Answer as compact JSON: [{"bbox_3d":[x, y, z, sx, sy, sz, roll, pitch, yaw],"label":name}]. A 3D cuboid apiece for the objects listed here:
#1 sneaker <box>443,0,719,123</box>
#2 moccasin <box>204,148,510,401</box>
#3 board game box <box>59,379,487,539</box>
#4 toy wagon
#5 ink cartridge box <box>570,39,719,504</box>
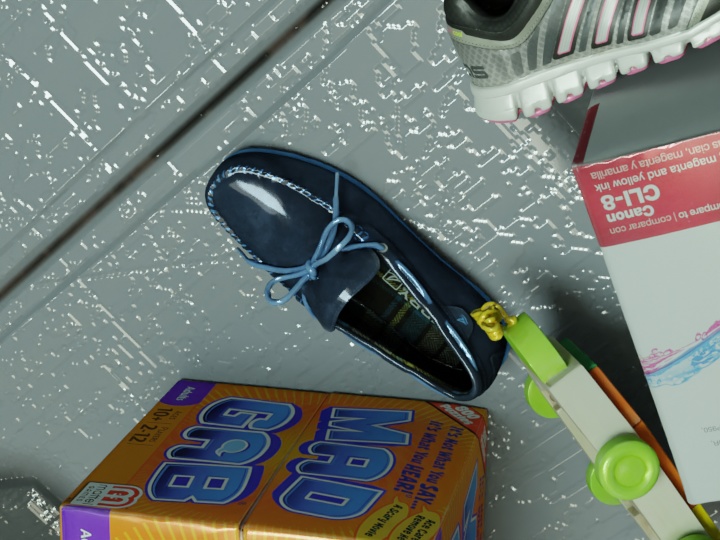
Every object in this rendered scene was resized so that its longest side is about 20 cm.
[{"bbox_3d":[0.124,-0.148,0.835,0.200,0.074,0.087,-24,116,29],"label":"sneaker"},{"bbox_3d":[0.000,0.000,0.949,0.200,0.068,0.081,30,121,-3],"label":"moccasin"},{"bbox_3d":[-0.042,0.197,0.969,0.200,0.200,0.200,4,107,12],"label":"board game box"},{"bbox_3d":[0.132,0.091,0.919,0.040,0.155,0.200,-36,105,-1],"label":"toy wagon"},{"bbox_3d":[0.209,-0.009,0.846,0.144,0.145,0.200,-14,112,20],"label":"ink cartridge box"}]
